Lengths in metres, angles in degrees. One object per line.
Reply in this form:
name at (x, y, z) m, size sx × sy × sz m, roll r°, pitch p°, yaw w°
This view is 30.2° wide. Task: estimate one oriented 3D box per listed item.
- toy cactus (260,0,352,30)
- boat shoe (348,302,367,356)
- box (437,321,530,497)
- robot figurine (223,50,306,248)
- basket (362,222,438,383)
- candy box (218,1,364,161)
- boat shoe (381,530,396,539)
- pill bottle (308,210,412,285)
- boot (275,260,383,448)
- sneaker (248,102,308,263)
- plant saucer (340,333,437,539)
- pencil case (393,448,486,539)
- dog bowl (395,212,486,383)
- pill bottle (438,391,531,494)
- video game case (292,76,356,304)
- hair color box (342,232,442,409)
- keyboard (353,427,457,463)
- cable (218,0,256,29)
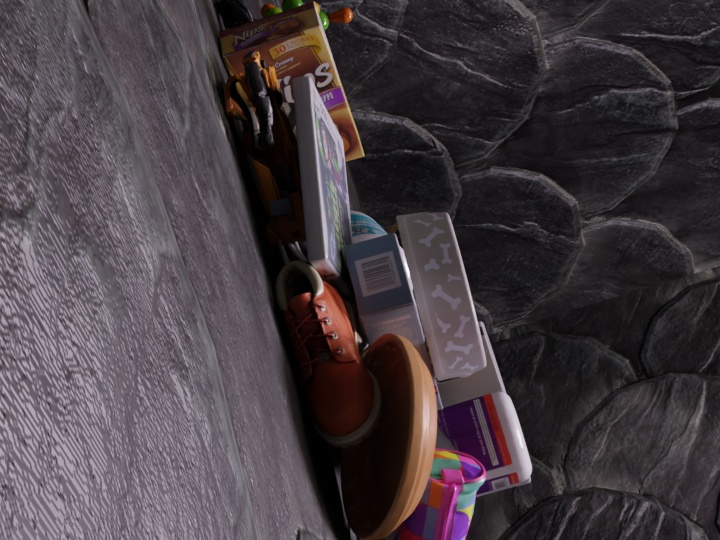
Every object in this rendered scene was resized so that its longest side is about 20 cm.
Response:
toy cactus at (-0.066, -0.260, 1.659) m, size 0.200 × 0.102 × 0.165 m, roll -134°, pitch -144°, yaw -65°
boat shoe at (-0.025, 0.082, 1.498) m, size 0.200 × 0.072 × 0.069 m, roll 97°, pitch 1°, yaw -78°
box at (0.101, 0.200, 1.780) m, size 0.200 × 0.199 × 0.131 m, roll -103°, pitch 174°, yaw -49°
robot figurine at (-0.095, -0.129, 1.394) m, size 0.145 × 0.058 × 0.200 m, roll -88°, pitch 162°, yaw -81°
basket at (0.026, 0.043, 1.729) m, size 0.200 × 0.143 × 0.149 m, roll -96°, pitch 175°, yaw -54°
candy box at (-0.078, -0.203, 1.549) m, size 0.057 × 0.117 × 0.200 m, roll -104°, pitch 175°, yaw -47°
boat shoe at (0.065, 0.349, 1.422) m, size 0.068 × 0.072 × 0.200 m, roll 21°, pitch -49°, yaw 62°
pill bottle at (0.000, 0.000, 1.611) m, size 0.200 × 0.111 × 0.111 m, roll -130°, pitch -159°, yaw -70°
boot at (-0.039, 0.078, 1.290) m, size 0.107 × 0.075 × 0.200 m, roll 58°, pitch 10°, yaw -42°
sneaker at (-0.068, -0.100, 1.532) m, size 0.074 × 0.080 × 0.200 m, roll -105°, pitch 179°, yaw -63°
plant saucer at (0.029, 0.163, 1.298) m, size 0.200 × 0.037 × 0.200 m, roll -170°, pitch -90°, yaw -73°
pencil case at (0.070, 0.278, 1.326) m, size 0.088 × 0.088 × 0.200 m, roll -94°, pitch -169°, yaw -75°
dog bowl at (0.090, 0.027, 1.460) m, size 0.200 × 0.059 × 0.200 m, roll -13°, pitch 90°, yaw -87°
pill bottle at (0.099, 0.224, 1.611) m, size 0.112 × 0.200 × 0.113 m, roll -17°, pitch 90°, yaw -87°
video game case at (-0.035, -0.079, 1.415) m, size 0.182 × 0.023 × 0.200 m, roll 57°, pitch 26°, yaw -71°
hair color box at (0.036, 0.064, 1.426) m, size 0.200 × 0.061 × 0.099 m, roll 72°, pitch 3°, yaw -50°
keyboard at (0.028, 0.183, 1.485) m, size 0.104 × 0.040 × 0.200 m, roll 54°, pitch 21°, yaw 24°
cable at (-0.124, -0.260, 1.636) m, size 0.163 × 0.051 × 0.200 m, roll -103°, pitch 175°, yaw -48°
